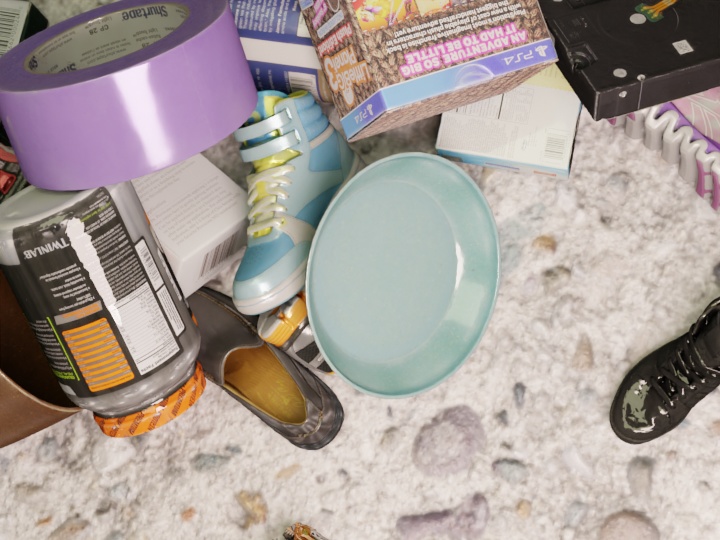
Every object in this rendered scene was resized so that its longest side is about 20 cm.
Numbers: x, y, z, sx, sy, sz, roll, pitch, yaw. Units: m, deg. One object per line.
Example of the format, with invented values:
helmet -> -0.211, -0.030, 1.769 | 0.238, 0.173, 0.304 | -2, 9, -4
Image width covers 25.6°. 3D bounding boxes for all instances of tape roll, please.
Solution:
tape roll -> -0.187, -0.146, 1.254 | 0.199, 0.200, 0.085 | -13, 115, 7

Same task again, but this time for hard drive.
hard drive -> 0.252, -0.200, 1.297 | 0.199, 0.038, 0.140 | -18, 50, -11

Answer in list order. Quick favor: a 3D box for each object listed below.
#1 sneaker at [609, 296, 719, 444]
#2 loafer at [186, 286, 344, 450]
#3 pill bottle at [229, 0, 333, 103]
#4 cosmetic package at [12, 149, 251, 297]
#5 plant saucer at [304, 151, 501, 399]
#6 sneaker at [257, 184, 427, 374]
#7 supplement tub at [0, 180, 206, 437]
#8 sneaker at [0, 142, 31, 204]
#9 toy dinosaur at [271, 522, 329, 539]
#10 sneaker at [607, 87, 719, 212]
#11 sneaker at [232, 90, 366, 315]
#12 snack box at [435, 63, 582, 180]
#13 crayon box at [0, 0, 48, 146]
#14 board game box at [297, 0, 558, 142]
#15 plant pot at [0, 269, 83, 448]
sneaker -> 0.276, 0.060, 1.252 | 0.199, 0.104, 0.060 | -38, 75, 0
loafer -> -0.099, 0.071, 1.333 | 0.200, 0.072, 0.073 | 35, 87, 16
pill bottle -> -0.094, -0.210, 1.373 | 0.199, 0.111, 0.112 | 9, 80, 11
cosmetic package -> -0.194, -0.071, 1.361 | 0.200, 0.071, 0.101 | 40, 51, 16
plant saucer -> 0.029, 0.003, 1.291 | 0.036, 0.199, 0.201 | 12, 77, 53
sneaker -> 0.000, 0.000, 1.337 | 0.077, 0.078, 0.200 | 44, 78, -16
supplement tub -> -0.205, 0.025, 1.266 | 0.122, 0.123, 0.201 | -20, 112, 5
sneaker -> -0.296, -0.072, 1.344 | 0.200, 0.087, 0.074 | 39, 90, -1
toy dinosaur -> -0.025, 0.303, 1.264 | 0.135, 0.102, 0.200 | -28, 52, -14
sneaker -> 0.288, -0.119, 1.307 | 0.088, 0.081, 0.200 | -43, 73, -9
sneaker -> -0.076, -0.068, 1.294 | 0.079, 0.131, 0.200 | -12, 35, 34
snack box -> 0.140, -0.186, 1.365 | 0.115, 0.037, 0.201 | 10, 80, 11
crayon box -> -0.398, -0.195, 1.455 | 0.199, 0.051, 0.128 | 11, 80, 12
board game box -> 0.040, -0.228, 1.271 | 0.159, 0.097, 0.201 | -18, 87, -21
plant pot -> -0.354, 0.089, 1.335 | 0.200, 0.187, 0.188 | -35, 74, 17
